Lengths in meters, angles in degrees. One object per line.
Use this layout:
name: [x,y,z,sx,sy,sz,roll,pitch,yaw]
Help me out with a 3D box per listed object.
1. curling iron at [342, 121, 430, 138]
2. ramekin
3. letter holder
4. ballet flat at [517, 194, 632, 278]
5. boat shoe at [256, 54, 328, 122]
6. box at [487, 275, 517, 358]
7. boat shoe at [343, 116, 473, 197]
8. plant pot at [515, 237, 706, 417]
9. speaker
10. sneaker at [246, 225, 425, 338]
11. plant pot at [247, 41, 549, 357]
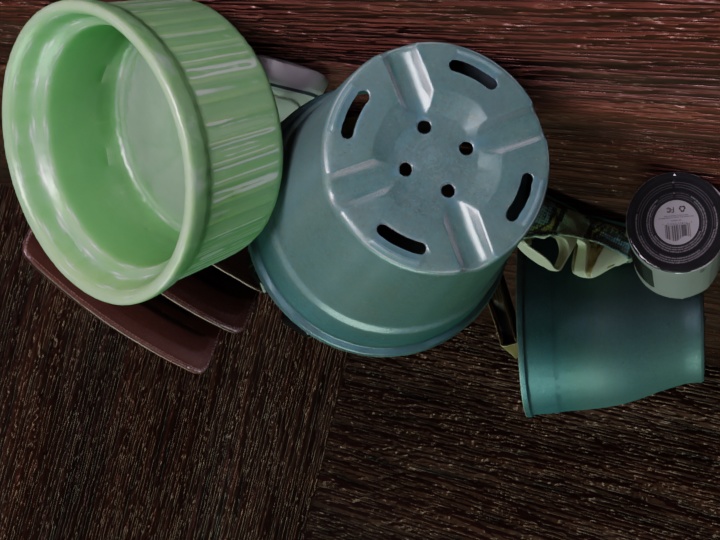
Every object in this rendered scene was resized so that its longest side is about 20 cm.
curling iron: [0.021,-0.097,1.378,0.198,0.050,0.025,-9,176,31]
ramekin: [-0.142,-0.086,1.151,0.199,0.202,0.097,10,-159,43]
letter holder: [-0.166,-0.022,1.461,0.199,0.143,0.100,36,145,-23]
ballet flat: [0.205,-0.028,1.667,0.198,0.075,0.074,16,176,-31]
boat shoe: [-0.071,-0.123,1.338,0.071,0.066,0.200,15,176,-8]
box: [0.141,0.009,1.838,0.021,0.165,0.200,-18,172,5]
boat shoe: [0.051,-0.080,1.465,0.198,0.073,0.066,10,171,-5]
plant pot: [0.261,0.049,1.776,0.186,0.203,0.200,-2,173,11]
speaker: [0.261,-0.026,1.420,0.080,0.082,0.200,13,176,11]
sneaker: [0.000,0.000,1.431,0.197,0.116,0.076,5,-178,-17]
plant pot: [0.031,-0.053,1.157,0.198,0.202,0.196,14,169,-8]
